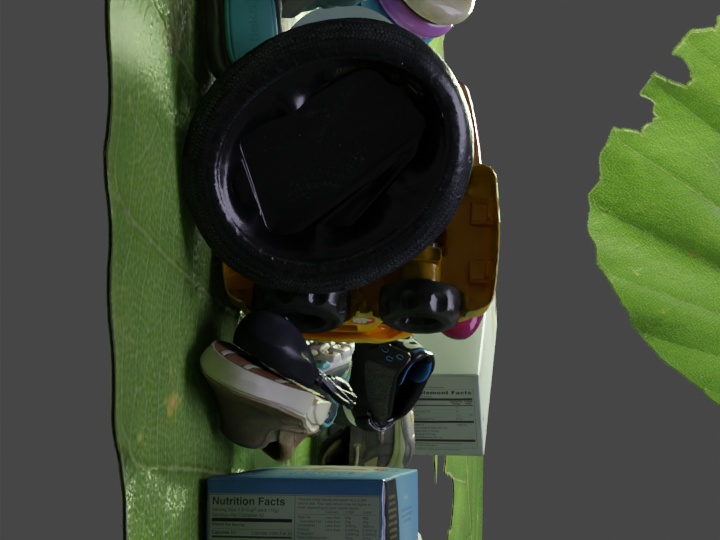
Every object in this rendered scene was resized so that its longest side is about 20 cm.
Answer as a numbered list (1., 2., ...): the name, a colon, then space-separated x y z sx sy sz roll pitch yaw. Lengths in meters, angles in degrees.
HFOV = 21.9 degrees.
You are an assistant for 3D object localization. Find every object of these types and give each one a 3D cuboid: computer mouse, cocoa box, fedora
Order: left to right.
1. computer mouse: -0.039 0.065 1.355 0.034 0.058 0.200 -59 159 -3
2. cocoa box: -0.031 0.211 1.365 0.200 0.132 0.132 25 65 -81
3. fedora: -0.025 -0.083 1.272 0.092 0.199 0.202 -122 -152 -73

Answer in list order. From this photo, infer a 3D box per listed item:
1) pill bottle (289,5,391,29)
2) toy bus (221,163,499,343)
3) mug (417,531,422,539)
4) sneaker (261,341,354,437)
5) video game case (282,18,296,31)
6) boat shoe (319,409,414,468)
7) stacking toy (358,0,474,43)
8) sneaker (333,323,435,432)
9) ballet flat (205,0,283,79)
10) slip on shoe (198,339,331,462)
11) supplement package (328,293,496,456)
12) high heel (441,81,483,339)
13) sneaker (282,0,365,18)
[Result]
1. pill bottle: -0.013 -0.111 1.486 0.200 0.112 0.114 91 4 -56
2. toy bus: 0.000 0.000 1.404 0.192 0.198 0.137 91 2 -66
3. mug: -0.012 0.288 1.553 0.200 0.147 0.177 164 -79 -67
4. sneaker: -0.040 0.094 1.529 0.200 0.077 0.092 -27 120 -79
5. video game case: -0.077 -0.254 1.446 0.143 0.018 0.201 -76 163 -58
6. boat shoe: -0.005 0.180 1.770 0.200 0.073 0.075 112 -21 -51
7. stacking toy: 0.002 -0.189 1.531 0.200 0.085 0.086 -38 -148 39
8. sneaker: 0.022 0.042 1.636 0.073 0.111 0.202 3 94 -48
9. ballet flat: -0.085 -0.226 1.296 0.064 0.067 0.202 -179 -90 -71
10. slip on shoe: -0.074 0.098 1.331 0.061 0.076 0.200 -58 167 -3
11. supplement package: 0.054 0.076 1.870 0.201 0.155 0.111 -80 166 -49
12. high heel: 0.076 -0.049 1.469 0.096 0.067 0.201 108 -14 -54
13. sneaker: -0.019 -0.215 1.335 0.200 0.081 0.074 -150 -116 -73
